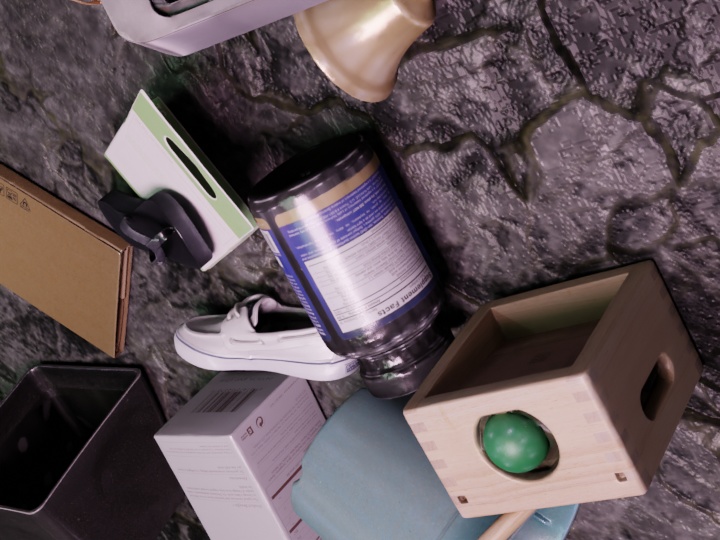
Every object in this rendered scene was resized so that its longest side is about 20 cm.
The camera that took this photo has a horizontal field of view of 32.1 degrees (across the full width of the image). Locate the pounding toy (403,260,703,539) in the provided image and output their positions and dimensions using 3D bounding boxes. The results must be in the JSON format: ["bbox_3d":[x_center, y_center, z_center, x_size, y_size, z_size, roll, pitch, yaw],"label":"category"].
[{"bbox_3d":[0.135,0.119,0.927,0.184,0.200,0.142,-17,110,38],"label":"pounding toy"}]

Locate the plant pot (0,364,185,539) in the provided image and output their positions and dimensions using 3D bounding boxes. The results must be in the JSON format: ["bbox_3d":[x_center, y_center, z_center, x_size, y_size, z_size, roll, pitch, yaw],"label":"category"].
[{"bbox_3d":[-0.318,0.239,1.413,0.199,0.200,0.178,-1,133,38],"label":"plant pot"}]

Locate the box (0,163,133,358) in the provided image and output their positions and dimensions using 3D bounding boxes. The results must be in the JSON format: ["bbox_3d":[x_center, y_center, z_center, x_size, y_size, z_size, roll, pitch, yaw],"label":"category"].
[{"bbox_3d":[-0.330,-0.013,1.339,0.200,0.021,0.164,30,136,16],"label":"box"}]

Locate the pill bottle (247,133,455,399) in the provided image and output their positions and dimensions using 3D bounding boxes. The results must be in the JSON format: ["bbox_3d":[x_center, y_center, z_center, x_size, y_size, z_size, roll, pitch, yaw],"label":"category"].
[{"bbox_3d":[0.000,0.000,1.021,0.112,0.112,0.200,-12,114,43],"label":"pill bottle"}]

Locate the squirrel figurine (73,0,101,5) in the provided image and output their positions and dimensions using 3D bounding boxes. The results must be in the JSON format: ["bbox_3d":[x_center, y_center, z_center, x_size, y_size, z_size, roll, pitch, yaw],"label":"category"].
[{"bbox_3d":[-0.195,-0.281,0.946,0.200,0.142,0.187,-18,115,47],"label":"squirrel figurine"}]

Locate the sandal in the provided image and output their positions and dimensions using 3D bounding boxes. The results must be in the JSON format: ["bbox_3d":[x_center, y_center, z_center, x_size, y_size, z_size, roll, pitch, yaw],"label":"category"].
[{"bbox_3d":[-0.191,-0.030,1.131,0.076,0.043,0.200,57,158,-21],"label":"sandal"}]

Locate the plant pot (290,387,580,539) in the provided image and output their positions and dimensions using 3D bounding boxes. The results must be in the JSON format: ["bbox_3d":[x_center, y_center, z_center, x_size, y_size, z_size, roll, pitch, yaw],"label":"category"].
[{"bbox_3d":[0.059,0.206,1.090,0.196,0.200,0.200,34,137,25],"label":"plant pot"}]

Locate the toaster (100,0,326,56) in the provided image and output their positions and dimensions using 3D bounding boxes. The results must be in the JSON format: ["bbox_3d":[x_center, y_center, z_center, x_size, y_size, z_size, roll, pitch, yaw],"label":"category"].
[{"bbox_3d":[-0.098,-0.245,0.794,0.200,0.119,0.181,-19,94,9],"label":"toaster"}]

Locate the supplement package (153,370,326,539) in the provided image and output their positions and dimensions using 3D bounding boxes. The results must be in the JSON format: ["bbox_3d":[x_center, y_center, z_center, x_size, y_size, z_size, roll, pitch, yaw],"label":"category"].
[{"bbox_3d":[-0.092,0.211,1.252,0.117,0.117,0.200,-6,117,40],"label":"supplement package"}]

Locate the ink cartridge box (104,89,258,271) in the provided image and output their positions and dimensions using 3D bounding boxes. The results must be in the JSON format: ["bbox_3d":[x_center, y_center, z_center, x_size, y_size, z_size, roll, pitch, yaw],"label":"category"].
[{"bbox_3d":[-0.145,-0.082,1.075,0.146,0.048,0.200,51,157,-5],"label":"ink cartridge box"}]

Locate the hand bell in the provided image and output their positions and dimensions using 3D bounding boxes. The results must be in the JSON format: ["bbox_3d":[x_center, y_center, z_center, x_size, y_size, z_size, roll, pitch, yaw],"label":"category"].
[{"bbox_3d":[0.059,-0.207,0.850,0.200,0.104,0.104,-29,101,35],"label":"hand bell"}]

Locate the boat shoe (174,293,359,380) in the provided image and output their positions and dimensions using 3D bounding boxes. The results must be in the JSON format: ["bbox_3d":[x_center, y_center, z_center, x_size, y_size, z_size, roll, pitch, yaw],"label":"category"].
[{"bbox_3d":[-0.091,0.054,1.175,0.200,0.074,0.065,3,119,25],"label":"boat shoe"}]
